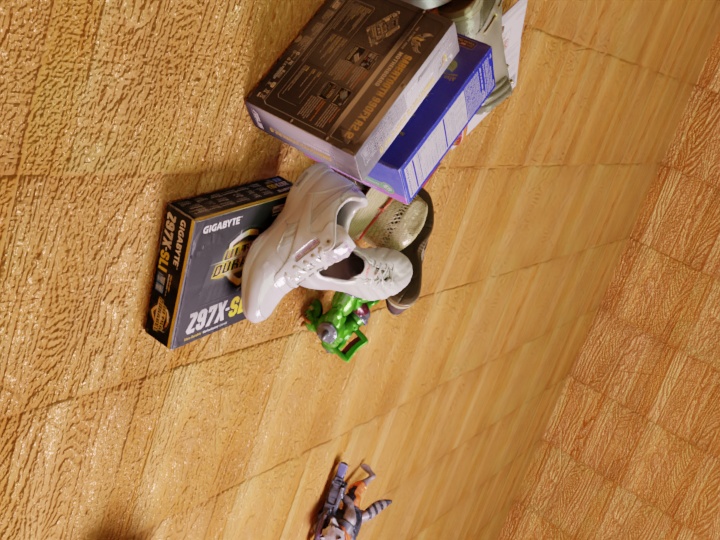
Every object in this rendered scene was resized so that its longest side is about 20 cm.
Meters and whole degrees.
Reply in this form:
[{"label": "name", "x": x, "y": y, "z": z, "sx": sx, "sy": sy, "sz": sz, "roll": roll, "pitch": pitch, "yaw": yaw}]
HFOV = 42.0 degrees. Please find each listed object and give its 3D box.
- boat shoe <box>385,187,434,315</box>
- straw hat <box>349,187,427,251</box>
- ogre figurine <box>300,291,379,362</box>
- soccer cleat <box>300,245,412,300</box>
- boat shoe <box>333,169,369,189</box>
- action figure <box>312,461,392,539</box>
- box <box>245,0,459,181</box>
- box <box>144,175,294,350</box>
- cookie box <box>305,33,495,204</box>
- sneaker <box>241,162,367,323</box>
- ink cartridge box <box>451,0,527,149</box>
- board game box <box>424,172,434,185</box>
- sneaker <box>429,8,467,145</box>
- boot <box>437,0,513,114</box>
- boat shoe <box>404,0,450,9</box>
[{"label": "boat shoe", "x": 0.062, "y": -0.031, "z": 1.381, "sx": 0.065, "sy": 0.072, "sz": 0.204, "roll": 125, "pitch": -19, "yaw": -60}, {"label": "straw hat", "x": 0.043, "y": -0.071, "z": 1.284, "sx": 0.202, "sy": 0.084, "sz": 0.201, "roll": -53, "pitch": 177, "yaw": -4}, {"label": "ogre figurine", "x": -0.019, "y": 0.059, "z": 1.346, "sx": 0.121, "sy": 0.097, "sz": 0.200, "roll": -55, "pitch": -169, "yaw": -10}, {"label": "soccer cleat", "x": 0.000, "y": 0.000, "z": 1.195, "sx": 0.197, "sy": 0.077, "sz": 0.071, "roll": 3, "pitch": 80, "yaw": -39}, {"label": "boat shoe", "x": 0.025, "y": -0.201, "z": 1.223, "sx": 0.201, "sy": 0.067, "sz": 0.072, "roll": -52, "pitch": 144, "yaw": -18}, {"label": "action figure", "x": -0.016, "y": 0.443, "z": 1.747, "sx": 0.193, "sy": 0.103, "sz": 0.203, "roll": -38, "pitch": 149, "yaw": -58}, {"label": "box", "x": -0.008, "y": -0.215, "z": 1.034, "sx": 0.202, "sy": 0.157, "sz": 0.049, "roll": -54, "pitch": 154, "yaw": -17}, {"label": "box", "x": -0.154, "y": -0.013, "z": 1.084, "sx": 0.199, "sy": 0.049, "sz": 0.163, "roll": -23, "pitch": 136, "yaw": -55}, {"label": "cookie box", "x": 0.041, "y": -0.202, "z": 1.128, "sx": 0.201, "sy": 0.169, "sz": 0.076, "roll": -52, "pitch": 150, "yaw": -18}, {"label": "sneaker", "x": -0.066, "y": -0.024, "z": 1.071, "sx": 0.202, "sy": 0.098, "sz": 0.075, "roll": -59, "pitch": 157, "yaw": -5}, {"label": "ink cartridge box", "x": 0.183, "y": -0.313, "z": 1.439, "sx": 0.200, "sy": 0.044, "sz": 0.178, "roll": -46, "pitch": 151, "yaw": -33}, {"label": "board game box", "x": 0.076, "y": -0.186, "z": 1.390, "sx": 0.104, "sy": 0.019, "sz": 0.201, "roll": -54, "pitch": 154, "yaw": -20}, {"label": "sneaker", "x": 0.126, "y": -0.268, "z": 1.300, "sx": 0.077, "sy": 0.072, "sz": 0.203, "roll": -39, "pitch": 133, "yaw": -33}, {"label": "boot", "x": 0.167, "y": -0.315, "z": 1.254, "sx": 0.201, "sy": 0.071, "sz": 0.157, "roll": -60, "pitch": 137, "yaw": -48}, {"label": "boat shoe", "x": 0.113, "y": -0.400, "z": 1.185, "sx": 0.200, "sy": 0.071, "sz": 0.069, "roll": -43, "pitch": 144, "yaw": -29}]
